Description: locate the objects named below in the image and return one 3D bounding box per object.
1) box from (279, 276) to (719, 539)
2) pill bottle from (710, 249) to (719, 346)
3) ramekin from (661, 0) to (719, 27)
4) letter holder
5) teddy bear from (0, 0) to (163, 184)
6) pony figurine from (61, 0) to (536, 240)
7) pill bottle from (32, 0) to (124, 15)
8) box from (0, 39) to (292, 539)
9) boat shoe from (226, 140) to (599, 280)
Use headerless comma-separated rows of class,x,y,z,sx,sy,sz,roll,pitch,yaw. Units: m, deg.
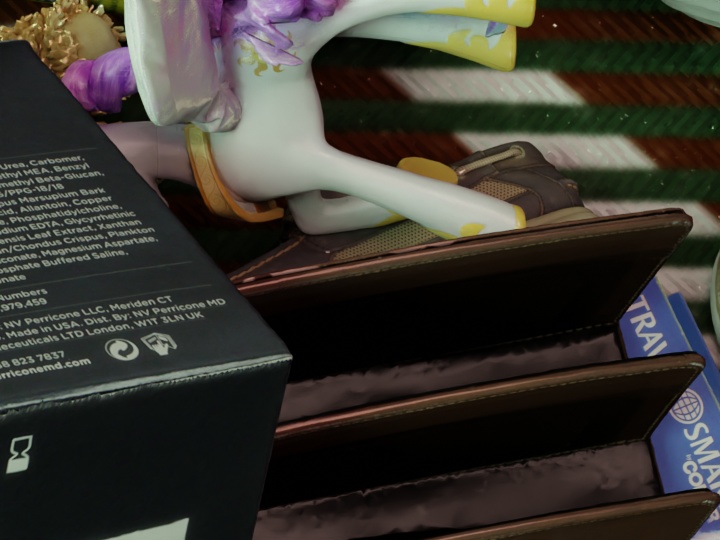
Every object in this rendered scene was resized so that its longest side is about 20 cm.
box,0.070,0.084,1.136,0.199,0.048,0.122,-20,74,-17
pill bottle,0.214,-0.017,1.120,0.110,0.200,0.112,4,68,-10
ramekin,0.187,-0.186,1.193,0.200,0.098,0.202,-8,104,-33
letter holder,0.025,0.056,1.035,0.199,0.142,0.101,-10,71,-13
teddy bear,-0.175,-0.042,1.124,0.199,0.067,0.146,-29,99,-12
pony figurine,-0.039,-0.080,1.055,0.199,0.194,0.167,-1,26,-4
pill bottle,-0.054,-0.152,1.169,0.199,0.111,0.112,8,67,-8
box,-0.132,0.058,0.976,0.117,0.197,0.200,-10,40,-32
boat shoe,0.000,0.000,1.149,0.199,0.075,0.074,-15,60,-23
